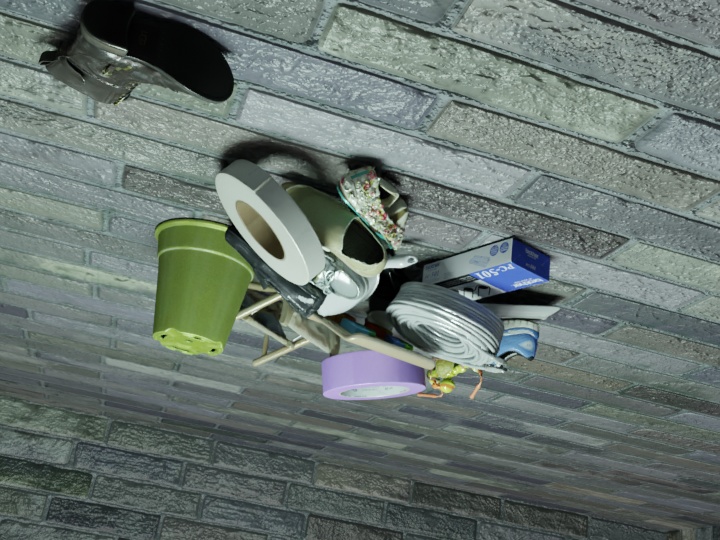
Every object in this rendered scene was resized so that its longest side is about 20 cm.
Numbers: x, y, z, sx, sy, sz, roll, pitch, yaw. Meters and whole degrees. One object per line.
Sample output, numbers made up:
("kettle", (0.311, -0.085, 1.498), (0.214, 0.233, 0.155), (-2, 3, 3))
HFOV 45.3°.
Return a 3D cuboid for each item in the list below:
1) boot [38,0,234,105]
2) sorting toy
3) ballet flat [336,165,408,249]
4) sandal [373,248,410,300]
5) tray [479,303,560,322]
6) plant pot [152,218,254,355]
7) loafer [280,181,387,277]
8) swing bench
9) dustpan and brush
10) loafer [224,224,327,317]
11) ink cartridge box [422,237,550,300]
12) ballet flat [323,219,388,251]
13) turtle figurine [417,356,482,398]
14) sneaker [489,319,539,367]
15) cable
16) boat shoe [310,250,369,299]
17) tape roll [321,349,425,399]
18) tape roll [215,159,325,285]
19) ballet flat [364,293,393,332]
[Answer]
("boot", (-0.263, -0.234, 1.011), (0.199, 0.070, 0.174), (25, 159, -24))
("sorting toy", (0.014, 0.111, 1.508), (0.185, 0.037, 0.200), (22, 180, -32))
("ballet flat", (0.033, -0.087, 1.235), (0.064, 0.076, 0.200), (-33, 152, 9))
("sandal", (0.036, 0.013, 1.483), (0.075, 0.048, 0.201), (0, 153, 19))
("tray", (0.243, 0.076, 1.530), (0.199, 0.022, 0.107), (3, 170, -10))
("plant pot", (-0.277, 0.039, 1.487), (0.199, 0.191, 0.200), (8, 157, 3))
("loafer", (-0.036, -0.065, 1.251), (0.200, 0.076, 0.068), (33, 163, -14))
("swing bench", (-0.165, 0.088, 1.649), (0.199, 0.130, 0.199), (-9, 152, 25))
("dustpan and brush", (0.000, 0.000, 1.408), (0.199, 0.057, 0.140), (-5, 115, 38))
("loafer", (-0.146, 0.001, 1.415), (0.200, 0.068, 0.070), (38, 114, 3))
("ink cartridge box", (0.202, 0.004, 1.409), (0.094, 0.044, 0.200), (23, 153, -34))
("ballet flat", (-0.030, -0.054, 1.328), (0.199, 0.069, 0.068), (19, 155, -23))
("turtle figurine", (0.166, 0.170, 1.664), (0.064, 0.162, 0.200), (20, 156, -24))
("sneaker", (0.222, 0.136, 1.554), (0.199, 0.090, 0.078), (-4, 168, 28))
("cable", (0.143, 0.090, 1.451), (0.199, 0.069, 0.200), (5, 149, 48))
("boat shoe", (-0.080, -0.012, 1.362), (0.202, 0.065, 0.074), (36, 134, -2))
("tape roll", (0.025, 0.204, 1.672), (0.199, 0.066, 0.200), (-3, 162, -1))
("tape roll", (-0.130, -0.067, 1.231), (0.203, 0.037, 0.203), (43, 160, 19))
("ballet flat", (0.043, 0.094, 1.655), (0.073, 0.073, 0.200), (10, 157, -3))
